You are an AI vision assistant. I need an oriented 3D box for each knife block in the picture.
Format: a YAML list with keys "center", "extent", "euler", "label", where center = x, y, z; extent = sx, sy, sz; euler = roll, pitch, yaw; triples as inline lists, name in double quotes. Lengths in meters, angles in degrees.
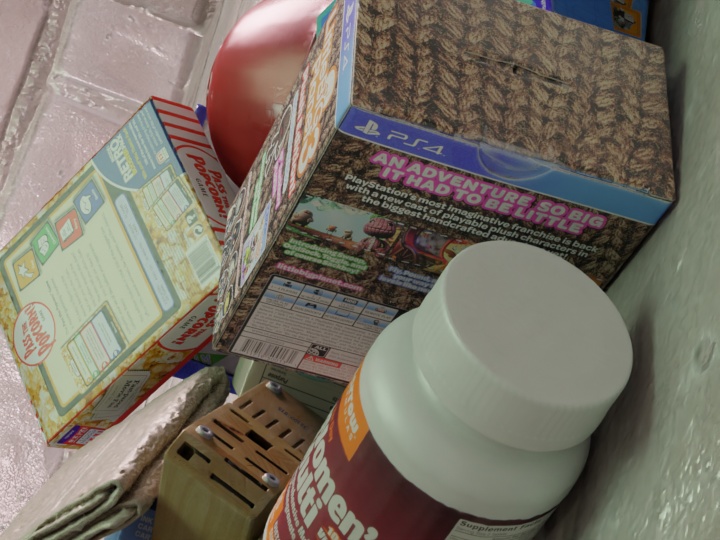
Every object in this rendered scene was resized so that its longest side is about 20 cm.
- center: [-0.087, 0.160, 1.144]
  extent: [0.176, 0.064, 0.200]
  euler: [-59, -10, 16]
  label: "knife block"

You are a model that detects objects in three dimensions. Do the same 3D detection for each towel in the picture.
- center: [-0.155, 0.131, 1.184]
  extent: [0.132, 0.035, 0.200]
  euler: [-32, 9, 22]
  label: "towel"

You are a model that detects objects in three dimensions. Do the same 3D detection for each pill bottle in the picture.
- center: [0.037, 0.085, 0.869]
  extent: [0.110, 0.109, 0.201]
  euler: [-81, 16, -46]
  label: "pill bottle"

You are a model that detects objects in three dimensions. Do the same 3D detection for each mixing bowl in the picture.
- center: [-0.038, -0.117, 1.337]
  extent: [0.200, 0.108, 0.202]
  euler: [-33, -52, -54]
  label: "mixing bowl"

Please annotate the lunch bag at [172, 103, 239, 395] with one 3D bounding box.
- center: [-0.078, 0.007, 1.414]
  extent: [0.124, 0.169, 0.201]
  euler: [117, 166, -51]
  label: "lunch bag"

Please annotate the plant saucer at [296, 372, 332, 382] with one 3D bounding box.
- center: [-0.009, -0.035, 1.130]
  extent: [0.199, 0.027, 0.202]
  euler: [-25, 55, 43]
  label: "plant saucer"

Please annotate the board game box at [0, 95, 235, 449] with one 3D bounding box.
- center: [-0.165, 0.004, 1.315]
  extent: [0.200, 0.046, 0.152]
  euler: [-41, 61, 25]
  label: "board game box"

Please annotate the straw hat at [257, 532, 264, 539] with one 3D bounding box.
- center: [-0.056, 0.234, 1.099]
  extent: [0.202, 0.085, 0.201]
  euler: [-53, -11, -15]
  label: "straw hat"

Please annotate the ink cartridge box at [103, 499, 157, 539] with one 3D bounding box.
- center: [-0.112, 0.209, 1.306]
  extent: [0.076, 0.135, 0.202]
  euler: [-156, 86, -77]
  label: "ink cartridge box"

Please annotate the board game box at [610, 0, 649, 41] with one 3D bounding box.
- center: [0.114, -0.127, 1.059]
  extent: [0.152, 0.036, 0.201]
  euler: [122, 164, -51]
  label: "board game box"

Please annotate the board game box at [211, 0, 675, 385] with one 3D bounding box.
- center: [0.035, -0.033, 0.936]
  extent: [0.200, 0.158, 0.097]
  euler: [123, 156, -48]
  label: "board game box"

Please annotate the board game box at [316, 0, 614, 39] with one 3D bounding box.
- center: [0.048, -0.127, 1.019]
  extent: [0.200, 0.045, 0.153]
  euler: [-41, 39, 41]
  label: "board game box"

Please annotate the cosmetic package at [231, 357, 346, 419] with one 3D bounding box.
- center: [0.000, 0.000, 1.224]
  extent: [0.073, 0.103, 0.201]
  euler: [-144, 75, -80]
  label: "cosmetic package"
